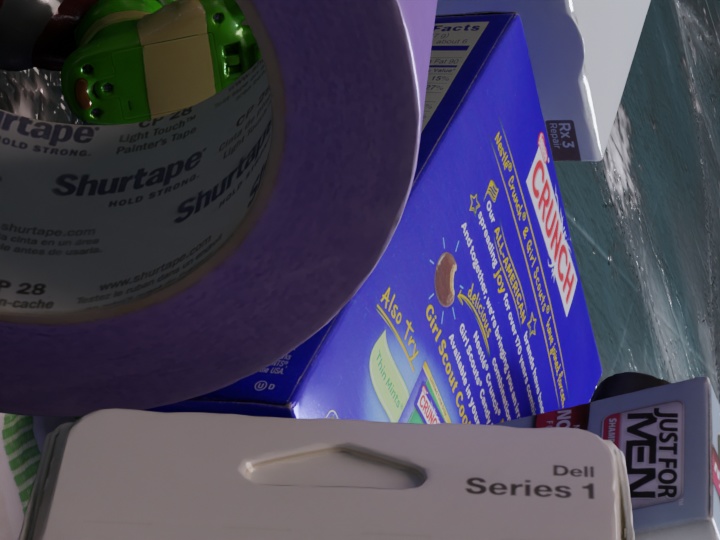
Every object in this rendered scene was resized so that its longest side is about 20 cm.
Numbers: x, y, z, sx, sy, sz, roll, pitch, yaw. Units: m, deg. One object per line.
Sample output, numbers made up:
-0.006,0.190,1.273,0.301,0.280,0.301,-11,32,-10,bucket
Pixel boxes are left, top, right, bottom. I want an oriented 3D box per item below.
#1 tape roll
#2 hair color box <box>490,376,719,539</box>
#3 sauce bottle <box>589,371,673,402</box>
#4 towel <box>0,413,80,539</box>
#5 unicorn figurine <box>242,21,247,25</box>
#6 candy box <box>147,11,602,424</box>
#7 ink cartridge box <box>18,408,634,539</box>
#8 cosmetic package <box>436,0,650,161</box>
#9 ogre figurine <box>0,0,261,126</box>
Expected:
-0.081,-0.065,0.567,0.085,0.199,0.200,-83,152,-50,tape roll
0.017,0.106,0.651,0.061,0.199,0.099,-79,149,-54,hair color box
0.063,0.119,0.744,0.200,0.064,0.065,-62,138,-34,sauce bottle
-0.084,0.091,0.716,0.200,0.023,0.153,-40,115,-71,towel
-0.061,-0.148,0.847,0.074,0.137,0.201,64,34,-55,unicorn figurine
0.007,0.037,0.779,0.200,0.077,0.170,-58,142,-42,candy box
-0.008,0.141,0.586,0.084,0.145,0.201,-85,175,-57,ink cartridge box
0.069,-0.143,0.896,0.200,0.081,0.113,-65,150,-47,cosmetic package
-0.097,-0.093,0.684,0.120,0.199,0.098,-116,-137,-60,ogre figurine
